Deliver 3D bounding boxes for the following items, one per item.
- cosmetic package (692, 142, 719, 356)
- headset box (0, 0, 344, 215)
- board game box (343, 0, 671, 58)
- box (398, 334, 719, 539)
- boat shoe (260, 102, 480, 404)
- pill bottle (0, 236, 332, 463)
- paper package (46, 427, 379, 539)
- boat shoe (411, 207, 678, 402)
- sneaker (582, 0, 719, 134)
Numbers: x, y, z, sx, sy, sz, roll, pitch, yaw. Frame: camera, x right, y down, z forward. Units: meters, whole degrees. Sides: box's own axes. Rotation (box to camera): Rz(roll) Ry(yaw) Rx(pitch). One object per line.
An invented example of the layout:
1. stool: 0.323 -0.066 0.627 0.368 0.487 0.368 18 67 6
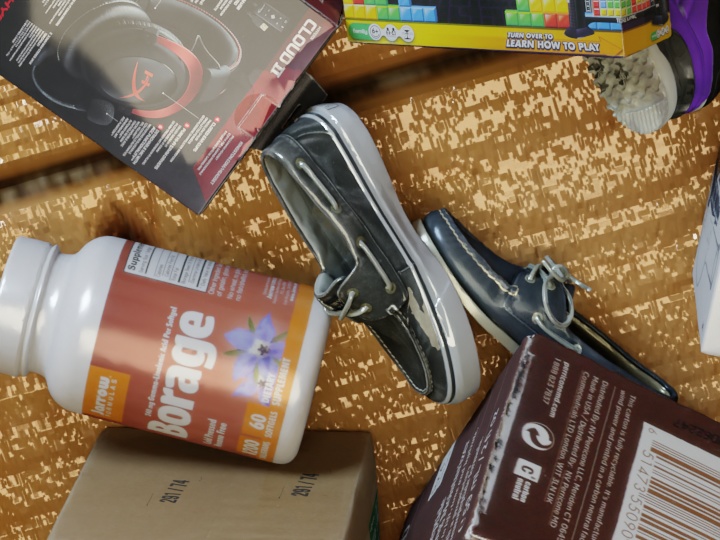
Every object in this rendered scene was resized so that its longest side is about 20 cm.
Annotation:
1. cosmetic package: 0.239 -0.063 1.565 0.052 0.151 0.201 10 107 0
2. headset box: -0.115 -0.142 1.600 0.200 0.075 0.149 35 106 -7
3. board game box: 0.075 -0.211 1.525 0.200 0.057 0.166 6 112 38
4. box: 0.118 0.182 1.604 0.164 0.166 0.200 25 137 -5
5. boat shoe: 0.000 0.000 1.602 0.071 0.072 0.200 -32 96 -27
6. pill bottle: -0.124 0.044 1.640 0.199 0.112 0.112 14 108 -1
7. paper package: -0.086 0.178 1.634 0.190 0.200 0.104 1 107 4
8. boat shoe: 0.114 0.029 1.640 0.062 0.075 0.200 -41 99 14
9. sneaker: 0.166 -0.186 1.576 0.099 0.070 0.201 -21 92 -30
